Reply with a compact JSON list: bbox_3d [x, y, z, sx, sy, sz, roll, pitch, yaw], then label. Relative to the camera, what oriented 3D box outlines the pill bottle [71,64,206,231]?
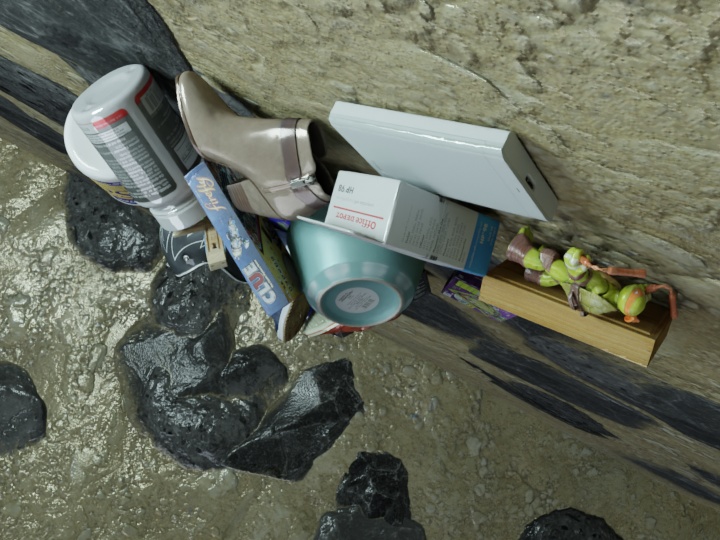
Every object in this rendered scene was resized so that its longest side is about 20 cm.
[{"bbox_3d":[-0.280,-0.158,0.980,0.113,0.114,0.202,18,147,44],"label":"pill bottle"}]

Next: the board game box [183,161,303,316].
[{"bbox_3d":[-0.143,-0.046,0.957,0.202,0.034,0.135,59,-171,-2],"label":"board game box"}]

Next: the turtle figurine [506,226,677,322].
[{"bbox_3d":[0.239,0.015,0.768,0.198,0.065,0.160,18,-172,-44],"label":"turtle figurine"}]

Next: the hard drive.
[{"bbox_3d":[0.077,-0.105,0.699,0.198,0.027,0.132,20,169,39],"label":"hard drive"}]

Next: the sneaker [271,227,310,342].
[{"bbox_3d":[-0.136,0.015,1.170,0.107,0.070,0.203,27,131,22],"label":"sneaker"}]

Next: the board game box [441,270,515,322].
[{"bbox_3d":[0.197,0.040,1.186,0.119,0.033,0.200,31,173,4],"label":"board game box"}]

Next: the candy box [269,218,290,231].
[{"bbox_3d":[-0.040,-0.064,1.131,0.198,0.078,0.169,23,169,34],"label":"candy box"}]

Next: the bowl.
[{"bbox_3d":[0.000,0.000,0.964,0.196,0.107,0.202,-2,144,-1],"label":"bowl"}]

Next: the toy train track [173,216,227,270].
[{"bbox_3d":[-0.206,-0.060,1.012,0.201,0.112,0.033,-118,14,-59],"label":"toy train track"}]

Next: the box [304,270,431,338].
[{"bbox_3d":[0.004,0.049,1.325,0.160,0.198,0.050,15,126,58],"label":"box"}]

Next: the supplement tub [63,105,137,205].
[{"bbox_3d":[-0.359,-0.186,1.149,0.143,0.147,0.200,26,171,5],"label":"supplement tub"}]

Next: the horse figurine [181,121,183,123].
[{"bbox_3d":[-0.197,-0.159,1.056,0.131,0.050,0.201,-7,132,44],"label":"horse figurine"}]

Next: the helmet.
[{"bbox_3d":[-0.238,-0.074,1.239,0.188,0.204,0.199,20,174,-20],"label":"helmet"}]

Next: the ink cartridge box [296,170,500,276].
[{"bbox_3d":[0.043,-0.056,0.802,0.198,0.068,0.115,16,-179,-38],"label":"ink cartridge box"}]

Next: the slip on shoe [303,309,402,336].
[{"bbox_3d":[-0.015,0.071,1.157,0.198,0.075,0.061,-21,125,37],"label":"slip on shoe"}]

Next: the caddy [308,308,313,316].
[{"bbox_3d":[-0.080,0.000,1.286,0.141,0.198,0.107,9,120,58],"label":"caddy"}]

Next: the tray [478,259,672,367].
[{"bbox_3d":[0.246,0.039,0.840,0.197,0.038,0.098,23,-152,28],"label":"tray"}]

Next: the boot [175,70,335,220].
[{"bbox_3d":[-0.112,-0.148,0.839,0.144,0.071,0.202,-8,121,32],"label":"boot"}]
